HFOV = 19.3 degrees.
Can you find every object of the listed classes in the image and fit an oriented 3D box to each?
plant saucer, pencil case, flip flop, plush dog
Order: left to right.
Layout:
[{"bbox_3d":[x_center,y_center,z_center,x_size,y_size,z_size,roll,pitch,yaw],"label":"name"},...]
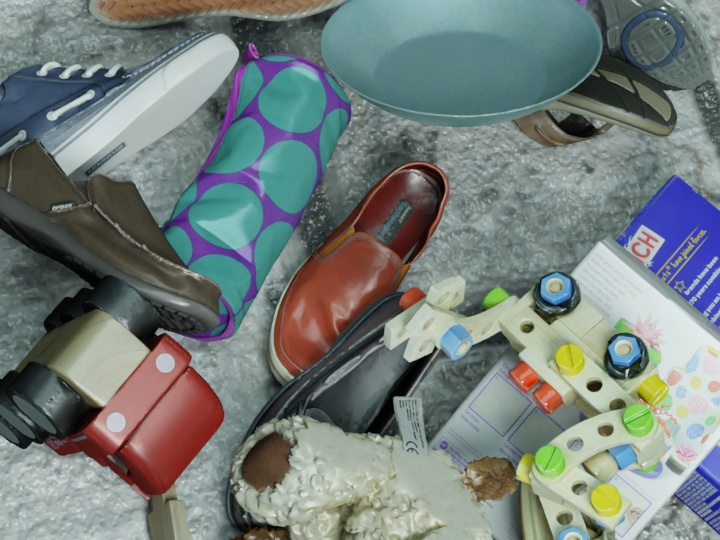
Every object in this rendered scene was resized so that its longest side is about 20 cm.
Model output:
[{"bbox_3d":[-0.084,-0.054,1.459,0.092,0.085,0.200,32,63,-8],"label":"pencil case"},{"bbox_3d":[0.008,0.192,1.332,0.160,0.172,0.200,-19,59,-46],"label":"plush dog"},{"bbox_3d":[0.071,-0.149,1.512,0.201,0.039,0.201,0,37,0],"label":"plant saucer"},{"bbox_3d":[0.132,-0.121,1.555,0.200,0.058,0.081,5,33,4],"label":"flip flop"}]

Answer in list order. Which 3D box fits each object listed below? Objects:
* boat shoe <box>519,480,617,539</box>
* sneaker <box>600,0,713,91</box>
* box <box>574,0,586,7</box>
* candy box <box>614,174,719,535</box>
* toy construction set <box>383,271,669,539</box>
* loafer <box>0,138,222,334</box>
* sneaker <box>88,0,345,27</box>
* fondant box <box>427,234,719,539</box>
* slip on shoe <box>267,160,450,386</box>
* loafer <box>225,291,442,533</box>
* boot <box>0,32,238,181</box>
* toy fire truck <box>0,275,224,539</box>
[{"bbox_3d":[0.154,0.210,1.341,0.063,0.073,0.200,-21,82,20],"label":"boat shoe"},{"bbox_3d":[0.204,-0.219,1.575,0.200,0.074,0.087,50,39,-26],"label":"sneaker"},{"bbox_3d":[0.092,-0.280,1.623,0.200,0.039,0.137,22,64,-4],"label":"box"},{"bbox_3d":[0.240,0.060,1.490,0.200,0.077,0.169,42,66,5],"label":"candy box"},{"bbox_3d":[0.111,0.075,1.314,0.131,0.092,0.200,-41,77,-9],"label":"toy construction set"},{"bbox_3d":[-0.164,-0.029,1.358,0.200,0.073,0.071,31,78,20],"label":"loafer"},{"bbox_3d":[-0.099,-0.228,1.531,0.200,0.071,0.080,-4,63,-5],"label":"sneaker"},{"bbox_3d":[0.152,0.098,1.405,0.144,0.058,0.200,40,103,6],"label":"fondant box"},{"bbox_3d":[0.000,0.000,1.469,0.074,0.061,0.200,35,66,1],"label":"slip on shoe"},{"bbox_3d":[-0.014,0.094,1.401,0.072,0.063,0.200,44,75,-18],"label":"loafer"},{"bbox_3d":[-0.186,-0.120,1.459,0.200,0.073,0.090,-38,76,-12],"label":"boot"},{"bbox_3d":[-0.139,0.122,1.333,0.200,0.176,0.129,43,70,-10],"label":"toy fire truck"}]
